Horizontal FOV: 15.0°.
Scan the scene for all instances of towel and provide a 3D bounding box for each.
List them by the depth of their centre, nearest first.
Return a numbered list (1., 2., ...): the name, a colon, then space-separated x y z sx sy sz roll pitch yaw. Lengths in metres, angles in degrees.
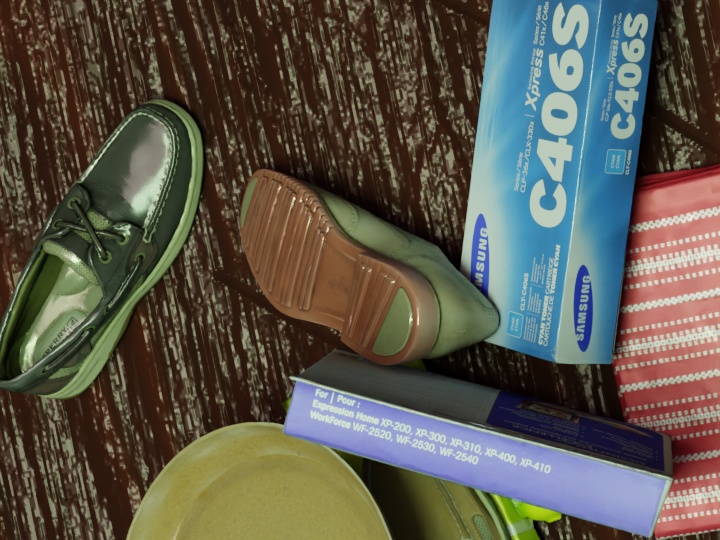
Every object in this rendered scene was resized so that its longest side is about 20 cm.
1. towel: 0.206 0.039 1.503 0.144 0.022 0.200 -13 89 24

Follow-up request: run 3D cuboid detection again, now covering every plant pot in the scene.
1. plant pot: -0.049 0.181 1.456 0.200 0.027 0.200 -3 85 38

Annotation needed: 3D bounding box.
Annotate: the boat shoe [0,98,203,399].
1. boat shoe: -0.159 -0.008 1.635 0.072 0.066 0.201 34 107 18

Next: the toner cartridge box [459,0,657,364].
1. toner cartridge box: 0.106 -0.055 1.506 0.095 0.043 0.200 16 102 54

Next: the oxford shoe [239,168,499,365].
1. oxford shoe: 0.000 0.000 1.554 0.200 0.074 0.071 41 121 46

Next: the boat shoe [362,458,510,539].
1. boat shoe: 0.050 0.180 1.507 0.072 0.076 0.200 -32 79 23

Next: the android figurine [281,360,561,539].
1. android figurine: 0.034 0.146 1.577 0.182 0.041 0.200 -30 82 23

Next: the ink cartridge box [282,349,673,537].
1. ink cartridge box: 0.063 0.089 1.423 0.198 0.200 0.043 15 93 5
